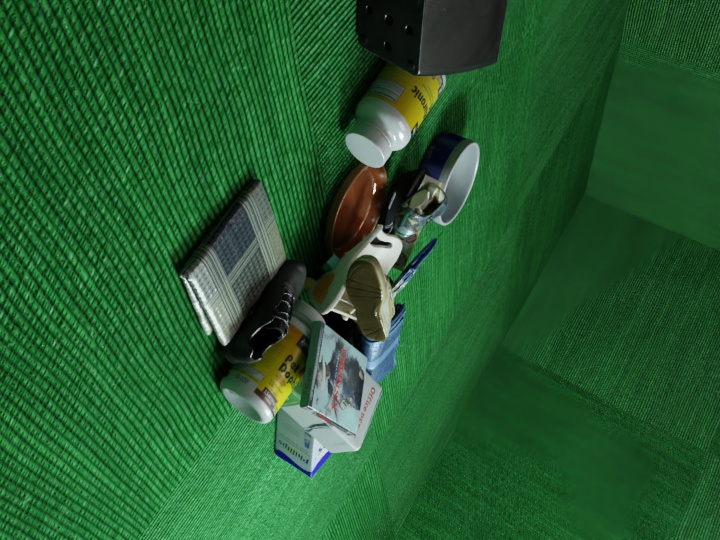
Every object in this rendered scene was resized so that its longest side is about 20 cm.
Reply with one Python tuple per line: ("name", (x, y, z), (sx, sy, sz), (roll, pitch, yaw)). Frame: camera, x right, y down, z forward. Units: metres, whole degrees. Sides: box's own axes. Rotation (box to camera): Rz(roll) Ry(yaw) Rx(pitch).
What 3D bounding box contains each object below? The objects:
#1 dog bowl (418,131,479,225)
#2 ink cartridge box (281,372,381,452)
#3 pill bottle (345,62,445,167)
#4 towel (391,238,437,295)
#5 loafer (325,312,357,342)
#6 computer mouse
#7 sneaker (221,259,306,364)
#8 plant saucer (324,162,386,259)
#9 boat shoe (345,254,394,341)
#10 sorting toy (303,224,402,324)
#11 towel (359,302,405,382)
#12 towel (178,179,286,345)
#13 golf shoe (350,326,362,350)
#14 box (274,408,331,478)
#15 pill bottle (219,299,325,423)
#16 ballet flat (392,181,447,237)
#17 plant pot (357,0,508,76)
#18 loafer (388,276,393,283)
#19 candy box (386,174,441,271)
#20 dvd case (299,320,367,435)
("dog bowl", (0.199, -0.214, 1.766), (0.201, 0.077, 0.203), (-49, 153, -35))
("ink cartridge box", (-0.065, 0.226, 1.430), (0.200, 0.082, 0.148), (47, 49, -24))
("pill bottle", (0.057, -0.281, 1.313), (0.202, 0.109, 0.112), (-56, 157, -20))
("towel", (0.086, 0.027, 1.617), (0.201, 0.024, 0.147), (-53, 175, 36))
("loafer", (-0.045, 0.131, 1.573), (0.201, 0.072, 0.073), (-53, 160, -27))
("computer mouse", (0.054, -0.116, 1.490), (0.203, 0.045, 0.140), (-61, 170, 22))
("sneaker", (-0.139, 0.070, 1.231), (0.076, 0.090, 0.203), (44, 66, -32))
("plant saucer", (-0.012, -0.113, 1.438), (0.201, 0.032, 0.203), (-52, 156, -34))
("boat shoe", (0.021, 0.038, 1.336), (0.203, 0.072, 0.067), (83, 28, -47))
("sorting toy", (0.000, 0.000, 1.407), (0.181, 0.107, 0.199), (-48, 154, 7))
("towel", (0.037, 0.156, 1.501), (0.111, 0.048, 0.203), (-43, 157, -34))
("towel", (-0.188, -0.010, 1.144), (0.195, 0.034, 0.202), (-58, 156, -27))
("golf shoe", (-0.001, 0.167, 1.664), (0.094, 0.078, 0.200), (-42, 176, 7))
("box", (-0.086, 0.290, 1.597), (0.184, 0.103, 0.204), (-42, 150, -44))
("pill bottle", (-0.144, 0.150, 1.302), (0.202, 0.107, 0.110), (-54, 157, -26))
("ballet flat", (0.127, -0.132, 1.473), (0.200, 0.073, 0.076), (-48, 155, -51))
("plant pot", (0.100, -0.417, 1.183), (0.176, 0.198, 0.203), (-35, 146, -31))
("loafer", (0.021, 0.009, 1.580), (0.072, 0.063, 0.200), (-42, 165, -3))
("candy box", (0.101, -0.105, 1.624), (0.115, 0.054, 0.204), (-137, -109, -83))
("dvd case", (-0.043, 0.193, 1.335), (0.200, 0.021, 0.150), (45, 48, -54))
